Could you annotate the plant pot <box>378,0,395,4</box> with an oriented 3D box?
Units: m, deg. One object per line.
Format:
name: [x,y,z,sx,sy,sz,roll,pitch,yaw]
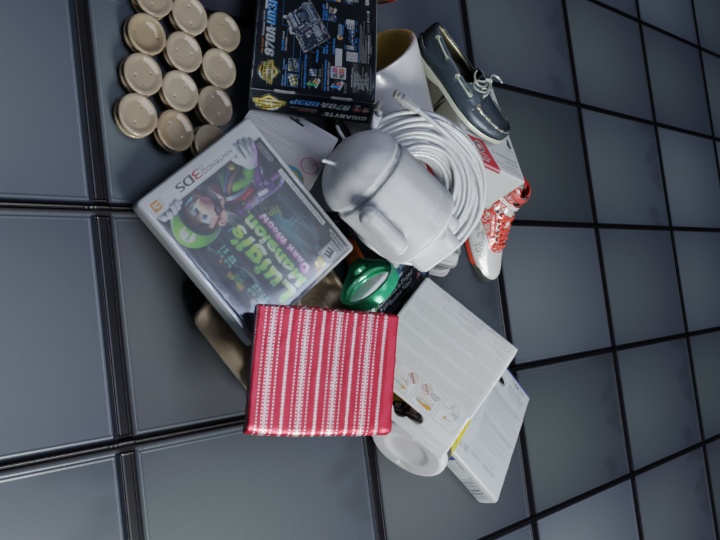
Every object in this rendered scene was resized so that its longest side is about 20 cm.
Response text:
plant pot: [0.010,-0.485,1.326,0.200,0.199,0.184,28,70,-43]

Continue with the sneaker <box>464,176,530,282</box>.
sneaker: [0.225,-0.087,1.553,0.067,0.107,0.204,-7,87,-50]

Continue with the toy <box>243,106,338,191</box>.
toy: [-0.122,-0.111,1.175,0.114,0.047,0.201,31,58,-7]

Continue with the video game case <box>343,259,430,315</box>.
video game case: [0.047,0.072,1.326,0.200,0.023,0.183,-44,135,-45]

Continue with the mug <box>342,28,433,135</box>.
mug: [0.046,-0.245,1.349,0.187,0.149,0.154,-46,125,-29]

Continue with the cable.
cable: [0.068,-0.111,1.263,0.199,0.069,0.201,26,90,-16]

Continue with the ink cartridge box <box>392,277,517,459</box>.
ink cartridge box: [0.093,0.131,1.255,0.162,0.050,0.200,38,62,5]

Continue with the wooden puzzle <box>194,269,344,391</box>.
wooden puzzle: [-0.104,0.055,1.178,0.186,0.046,0.201,56,49,-25]

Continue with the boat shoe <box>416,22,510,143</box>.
boat shoe: [0.157,-0.273,1.390,0.200,0.062,0.075,49,35,-9]

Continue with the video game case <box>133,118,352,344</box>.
video game case: [-0.129,-0.048,1.094,0.182,0.023,0.200,-43,98,-30]

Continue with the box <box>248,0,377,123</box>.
box: [-0.059,-0.291,1.219,0.157,0.046,0.202,5,64,-9]

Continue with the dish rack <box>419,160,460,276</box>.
dish rack: [0.099,-0.099,1.455,0.171,0.043,0.202,11,72,-48]

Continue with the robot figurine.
robot figurine: [0.033,-0.088,1.148,0.200,0.113,0.170,41,28,-21]

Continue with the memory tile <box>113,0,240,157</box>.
memory tile: [-0.213,-0.232,1.119,0.152,0.017,0.202,18,69,-40]

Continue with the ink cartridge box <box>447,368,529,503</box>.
ink cartridge box: [0.176,0.219,1.474,0.197,0.043,0.201,50,46,-28]

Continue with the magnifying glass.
magnifying glass: [0.000,0.000,1.226,0.022,0.079,0.200,52,4,-21]

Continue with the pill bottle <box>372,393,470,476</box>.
pill bottle: [0.108,0.173,1.325,0.115,0.114,0.201,55,50,-26]

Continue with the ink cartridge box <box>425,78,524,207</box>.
ink cartridge box: [0.157,-0.216,1.473,0.144,0.083,0.202,15,51,-45]

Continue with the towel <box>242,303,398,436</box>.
towel: [-0.040,0.115,1.086,0.198,0.022,0.146,7,86,-34]
